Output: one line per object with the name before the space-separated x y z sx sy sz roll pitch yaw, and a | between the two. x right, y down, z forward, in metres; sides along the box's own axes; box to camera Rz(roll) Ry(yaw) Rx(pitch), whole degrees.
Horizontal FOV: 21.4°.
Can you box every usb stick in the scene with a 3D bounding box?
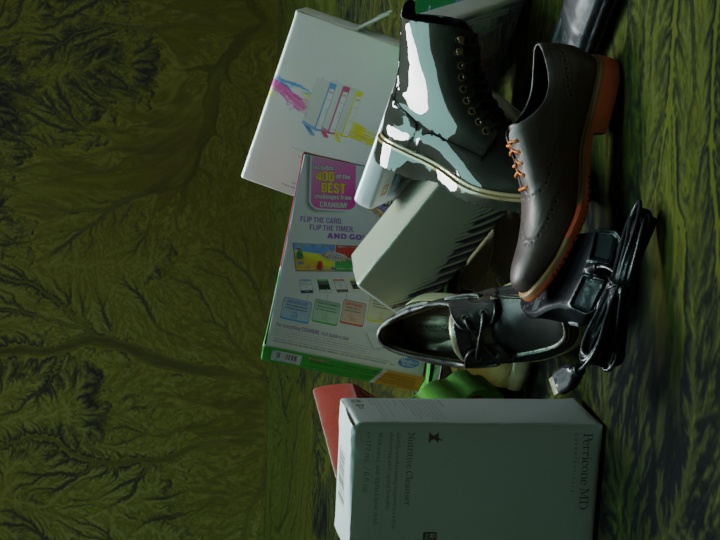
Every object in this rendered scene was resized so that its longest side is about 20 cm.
usb stick | 0.172 -0.177 1.538 0.200 0.032 0.056 105 157 -54

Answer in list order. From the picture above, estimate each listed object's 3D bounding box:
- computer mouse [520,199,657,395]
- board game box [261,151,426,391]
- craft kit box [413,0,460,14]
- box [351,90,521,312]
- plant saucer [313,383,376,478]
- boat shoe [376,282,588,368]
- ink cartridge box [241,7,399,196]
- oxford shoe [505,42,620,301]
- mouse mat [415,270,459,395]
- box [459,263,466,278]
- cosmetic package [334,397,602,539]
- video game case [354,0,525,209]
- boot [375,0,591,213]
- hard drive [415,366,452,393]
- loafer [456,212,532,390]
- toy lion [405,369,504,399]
computer mouse | 0.169 0.033 1.425 0.200 0.046 0.141 154 136 -70
board game box | 0.000 0.000 1.777 0.040 0.152 0.201 108 174 -67
craft kit box | 0.085 -0.278 1.820 0.198 0.048 0.201 35 -114 -81
box | 0.079 -0.057 1.671 0.200 0.068 0.082 -51 15 15
plant saucer | 0.053 0.190 1.808 0.037 0.200 0.200 -52 19 12
boat shoe | 0.098 0.052 1.575 0.199 0.065 0.074 -9 102 46
ink cartridge box | -0.026 -0.173 1.906 0.129 0.125 0.201 -78 7 -81
oxford shoe | 0.137 -0.077 1.460 0.071 0.072 0.201 161 126 -71
mouse mat | 0.068 0.071 1.766 0.200 0.007 0.162 146 133 -87
box | 0.096 -0.035 1.916 0.158 0.050 0.201 175 97 -81
cosmetic package | 0.083 0.162 1.499 0.081 0.199 0.113 -126 37 -76
video game case | 0.075 -0.158 1.714 0.200 0.023 0.183 -29 -37 -58
boot | 0.100 -0.132 1.544 0.077 0.199 0.139 -22 -56 -53
hard drive | 0.059 0.079 1.933 0.132 0.025 0.201 135 112 -81
loafer | 0.117 0.009 1.720 0.076 0.068 0.201 113 157 -65
toy lion | 0.075 0.164 1.624 0.069 0.199 0.192 42 128 34
